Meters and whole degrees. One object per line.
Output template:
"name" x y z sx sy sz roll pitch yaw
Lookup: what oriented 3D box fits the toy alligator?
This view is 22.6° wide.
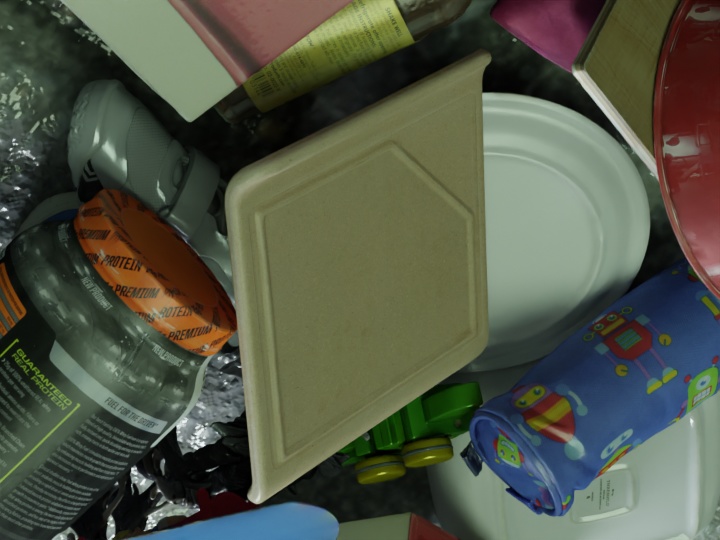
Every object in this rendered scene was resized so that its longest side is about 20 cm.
"toy alligator" 0.010 0.099 1.100 0.200 0.060 0.054 -24 161 40

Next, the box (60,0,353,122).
"box" -0.043 -0.188 0.831 0.200 0.128 0.109 -35 128 15

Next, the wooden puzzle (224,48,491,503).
"wooden puzzle" 0.000 0.000 0.930 0.185 0.037 0.201 -30 133 -39

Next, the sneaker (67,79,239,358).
"sneaker" -0.071 -0.030 0.964 0.114 0.075 0.200 -6 138 20

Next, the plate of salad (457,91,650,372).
"plate of salad" 0.065 -0.023 1.034 0.199 0.048 0.201 -2 129 -3

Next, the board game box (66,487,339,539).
"board game box" -0.112 0.151 0.993 0.199 0.039 0.158 -11 155 -18

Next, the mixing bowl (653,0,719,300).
"mixing bowl" 0.255 -0.075 0.933 0.200 0.201 0.108 37 155 -34

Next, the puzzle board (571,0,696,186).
"puzzle board" 0.195 -0.096 0.962 0.017 0.151 0.200 -1 141 48

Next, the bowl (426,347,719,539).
"bowl" 0.144 0.119 1.153 0.199 0.075 0.201 -11 131 -4

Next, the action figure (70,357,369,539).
"action figure" -0.090 0.097 1.046 0.200 0.102 0.119 -28 156 29

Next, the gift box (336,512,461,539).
"gift box" -0.014 0.246 1.120 0.186 0.185 0.200 -14 142 34

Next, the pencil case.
"pencil case" 0.154 0.064 1.039 0.200 0.078 0.087 -35 138 -20

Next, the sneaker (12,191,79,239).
"sneaker" -0.175 0.061 1.006 0.076 0.111 0.200 16 122 -24

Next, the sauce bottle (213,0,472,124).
"sauce bottle" 0.009 -0.141 0.921 0.199 0.065 0.065 -22 129 7

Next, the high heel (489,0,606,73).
"high heel" 0.145 -0.087 0.987 0.096 0.067 0.200 -29 124 -3

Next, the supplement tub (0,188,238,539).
"supplement tub" -0.163 0.061 0.896 0.200 0.123 0.122 -43 125 10
